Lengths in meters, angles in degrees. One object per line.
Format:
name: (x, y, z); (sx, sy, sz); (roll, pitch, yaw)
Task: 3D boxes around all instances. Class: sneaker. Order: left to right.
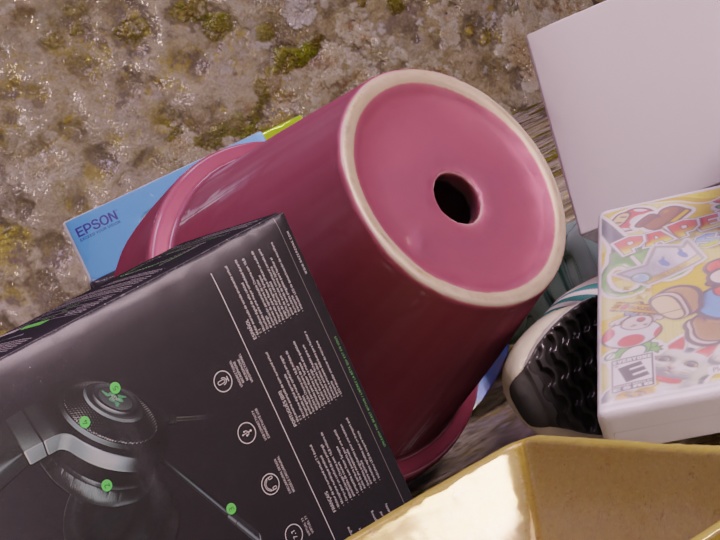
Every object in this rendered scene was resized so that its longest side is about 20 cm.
sneaker: (0.103, 0.020, 1.011); (0.118, 0.074, 0.200); (-19, -4, -10)
sneaker: (0.117, 0.045, 0.831); (0.093, 0.070, 0.200); (-29, 0, 40)

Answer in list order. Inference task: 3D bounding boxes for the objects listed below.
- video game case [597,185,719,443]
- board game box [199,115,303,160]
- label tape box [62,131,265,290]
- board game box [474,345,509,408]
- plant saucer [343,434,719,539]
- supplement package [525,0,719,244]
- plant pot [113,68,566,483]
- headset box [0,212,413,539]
video game case: (0.199, 0.000, 0.694); (0.200, 0.023, 0.182); (-13, 25, 15)
board game box: (-0.038, -0.002, 1.163); (0.048, 0.200, 0.102); (-28, 7, -25)
label tape box: (-0.086, 0.032, 1.057); (0.143, 0.200, 0.066); (-26, 0, -11)
board game box: (-0.005, 0.025, 0.999); (0.158, 0.200, 0.039); (-17, -23, -10)
plant saucer: (0.033, 0.124, 0.554); (0.200, 0.049, 0.200); (-27, 7, -22)
supplement package: (0.194, -0.074, 0.910); (0.120, 0.121, 0.200); (-21, -19, 25)
plant pot: (0.000, 0.000, 0.819); (0.200, 0.200, 0.179); (-31, -8, -43)
headset box: (-0.092, 0.098, 0.673); (0.200, 0.174, 0.093); (-31, 9, -36)
